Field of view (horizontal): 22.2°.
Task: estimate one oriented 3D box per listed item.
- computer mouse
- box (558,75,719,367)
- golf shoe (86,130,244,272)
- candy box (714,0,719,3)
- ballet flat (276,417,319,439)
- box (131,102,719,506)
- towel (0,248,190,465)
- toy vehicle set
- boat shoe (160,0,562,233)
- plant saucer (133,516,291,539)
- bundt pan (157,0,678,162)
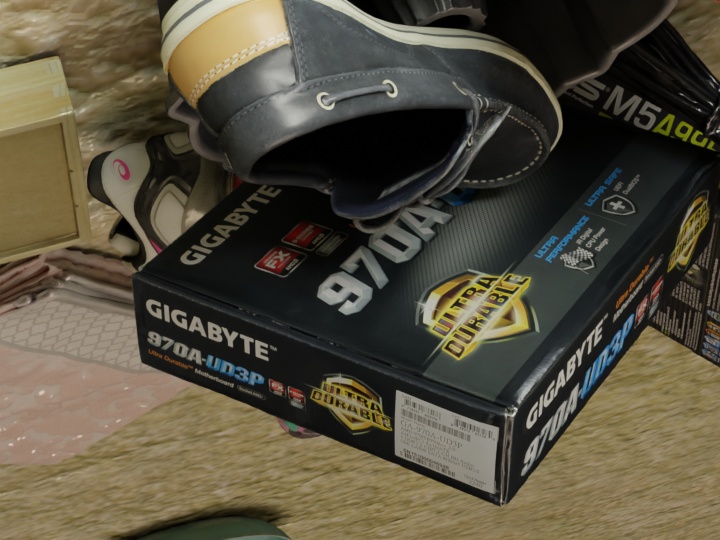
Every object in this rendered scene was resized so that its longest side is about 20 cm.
[{"bbox_3d":[0.164,-0.102,0.786,0.046,0.140,0.200,-52,180,44],"label":"computer mouse"},{"bbox_3d":[0.137,-0.028,0.875,0.044,0.160,0.200,-55,163,-12],"label":"box"},{"bbox_3d":[-0.067,-0.017,0.854,0.091,0.073,0.200,6,160,8],"label":"golf shoe"},{"bbox_3d":[0.147,-0.173,0.538,0.115,0.055,0.201,10,120,-45],"label":"candy box"},{"bbox_3d":[0.000,0.000,0.815,0.071,0.069,0.200,-53,-173,39],"label":"ballet flat"},{"bbox_3d":[0.032,-0.006,0.720,0.200,0.158,0.046,-43,145,-45],"label":"box"},{"bbox_3d":[-0.168,0.055,0.977,0.190,0.032,0.200,-30,156,25],"label":"towel"},{"bbox_3d":[-0.211,-0.023,0.745,0.199,0.027,0.124,-15,159,-12],"label":"toy vehicle set"},{"bbox_3d":[0.010,-0.048,0.622,0.074,0.063,0.200,-32,158,26],"label":"boat shoe"},{"bbox_3d":[-0.150,0.238,1.458,0.199,0.028,0.200,-17,159,-7],"label":"plant saucer"},{"bbox_3d":[0.018,-0.115,0.653,0.201,0.076,0.202,-17,159,-7],"label":"bundt pan"}]
